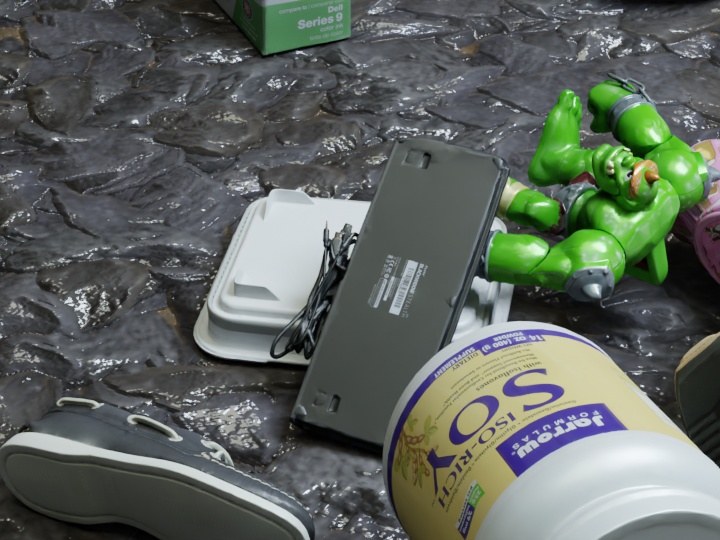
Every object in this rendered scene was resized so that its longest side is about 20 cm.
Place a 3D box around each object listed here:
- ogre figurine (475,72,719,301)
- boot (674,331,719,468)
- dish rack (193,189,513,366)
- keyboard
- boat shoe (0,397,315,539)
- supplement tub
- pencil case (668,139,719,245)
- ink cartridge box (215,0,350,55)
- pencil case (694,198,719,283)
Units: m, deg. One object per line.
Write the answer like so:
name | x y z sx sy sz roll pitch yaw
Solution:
ogre figurine | 0.146 -0.047 1.205 0.120 0.098 0.200 27 35 31
boot | 0.224 0.080 1.019 0.077 0.200 0.138 -37 27 13
dish rack | 0.000 0.000 1.242 0.199 0.044 0.172 6 34 8
keyboard | 0.017 0.012 1.161 0.104 0.040 0.200 17 74 16
boat shoe | -0.107 0.116 1.052 0.199 0.074 0.060 8 39 28
supplement tub | 0.104 0.126 0.934 0.145 0.146 0.200 -11 24 -14
pencil case | 0.263 -0.005 1.206 0.086 0.083 0.200 -30 38 1
ink cartridge box | -0.070 -0.302 1.548 0.087 0.201 0.145 -14 36 -19
pencil case | 0.288 -0.055 1.113 0.086 0.083 0.200 37 60 26
